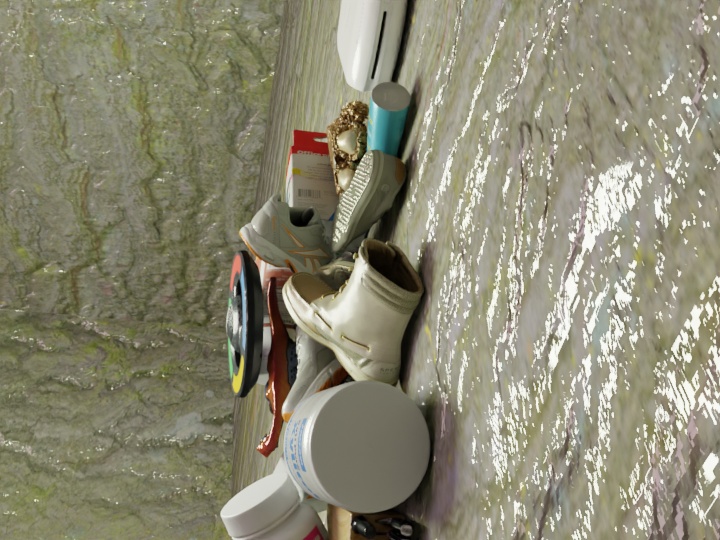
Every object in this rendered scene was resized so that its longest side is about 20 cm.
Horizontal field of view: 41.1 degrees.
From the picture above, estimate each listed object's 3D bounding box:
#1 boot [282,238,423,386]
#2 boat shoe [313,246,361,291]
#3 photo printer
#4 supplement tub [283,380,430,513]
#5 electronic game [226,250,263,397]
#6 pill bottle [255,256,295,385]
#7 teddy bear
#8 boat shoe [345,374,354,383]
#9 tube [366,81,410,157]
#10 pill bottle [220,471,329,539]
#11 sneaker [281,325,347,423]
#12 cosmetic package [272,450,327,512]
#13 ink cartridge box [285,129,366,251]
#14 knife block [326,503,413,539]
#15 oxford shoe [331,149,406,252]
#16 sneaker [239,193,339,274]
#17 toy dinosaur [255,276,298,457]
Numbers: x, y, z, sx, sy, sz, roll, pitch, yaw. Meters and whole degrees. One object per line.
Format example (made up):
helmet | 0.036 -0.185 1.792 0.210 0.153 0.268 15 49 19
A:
boot | -0.010 0.024 1.123 0.200 0.071 0.157 43 133 33
boat shoe | 0.000 0.001 1.241 0.066 0.072 0.200 -45 15 -18
photo printer | 0.015 -0.349 1.331 0.201 0.068 0.169 -102 20 -57
supplement tub | -0.010 0.189 1.038 0.200 0.129 0.135 136 138 -75
electronic game | -0.165 0.074 1.332 0.200 0.041 0.204 -179 90 -76
pill bottle | -0.113 0.068 1.444 0.112 0.110 0.204 126 151 -69
teddy bear | -0.009 -0.169 1.355 0.200 0.065 0.148 -169 73 -86
boat shoe | -0.050 0.209 1.387 0.199 0.072 0.069 131 152 -57
tube | 0.028 -0.152 1.251 0.202 0.049 0.078 99 -179 -51
pill bottle | -0.081 0.355 1.152 0.202 0.112 0.113 62 171 -7
sneaker | -0.057 0.114 1.217 0.200 0.091 0.077 -51 -22 -43
cosmetic package | -0.049 0.260 1.248 0.201 0.100 0.072 115 137 -61
ink cartridge box | -0.054 -0.122 1.458 0.068 0.114 0.202 106 166 -45
knife block | 0.012 0.286 1.052 0.202 0.063 0.178 -98 18 -52
oxford shoe | 0.007 -0.081 1.239 0.201 0.057 0.076 125 147 -53
sneaker | -0.067 -0.036 1.341 0.092 0.198 0.076 -52 40 14
toy dinosaur | -0.114 0.147 1.272 0.104 0.201 0.182 -31 16 31
